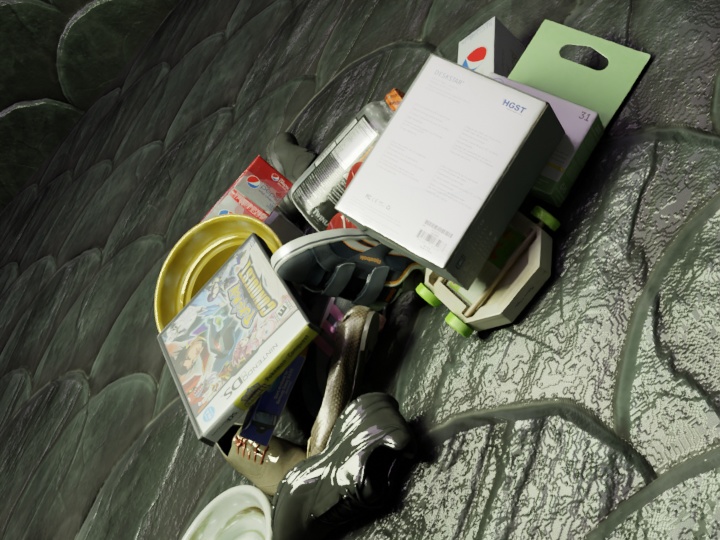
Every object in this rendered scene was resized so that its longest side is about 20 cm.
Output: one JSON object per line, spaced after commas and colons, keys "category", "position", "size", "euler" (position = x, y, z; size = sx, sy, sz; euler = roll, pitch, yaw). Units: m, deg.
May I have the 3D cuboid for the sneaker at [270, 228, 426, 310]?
{"category": "sneaker", "position": [0.000, 0.000, 1.143], "size": [0.078, 0.199, 0.080], "euler": [-55, 48, 53]}

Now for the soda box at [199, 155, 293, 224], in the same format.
{"category": "soda box", "position": [-0.173, -0.079, 1.412], "size": [0.200, 0.063, 0.070], "euler": [-35, 18, 54]}

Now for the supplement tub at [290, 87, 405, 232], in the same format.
{"category": "supplement tub", "position": [0.013, -0.136, 1.334], "size": [0.200, 0.122, 0.123], "euler": [-45, 30, 15]}

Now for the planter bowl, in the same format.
{"category": "planter bowl", "position": [-0.157, 0.036, 1.274], "size": [0.199, 0.083, 0.201], "euler": [-8, 72, 24]}

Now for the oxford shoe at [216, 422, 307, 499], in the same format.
{"category": "oxford shoe", "position": [-0.118, 0.225, 1.193], "size": [0.200, 0.075, 0.071], "euler": [1, 60, 57]}

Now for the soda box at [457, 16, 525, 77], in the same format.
{"category": "soda box", "position": [0.164, -0.224, 1.256], "size": [0.064, 0.068, 0.201], "euler": [-30, 36, 36]}

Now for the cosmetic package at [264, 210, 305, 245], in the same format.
{"category": "cosmetic package", "position": [-0.172, 0.002, 1.516], "size": [0.200, 0.074, 0.102], "euler": [-52, 28, -1]}

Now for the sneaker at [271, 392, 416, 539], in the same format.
{"category": "sneaker", "position": [-0.019, 0.223, 1.039], "size": [0.200, 0.076, 0.091], "euler": [-54, 38, 9]}

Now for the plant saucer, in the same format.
{"category": "plant saucer", "position": [-0.150, 0.346, 1.137], "size": [0.200, 0.050, 0.201], "euler": [-37, 32, 28]}

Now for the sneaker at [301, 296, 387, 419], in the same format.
{"category": "sneaker", "position": [-0.011, 0.082, 1.190], "size": [0.082, 0.070, 0.201], "euler": [-24, 43, 46]}

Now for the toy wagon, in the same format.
{"category": "toy wagon", "position": [0.127, -0.021, 1.100], "size": [0.155, 0.040, 0.200], "euler": [-51, 36, 5]}

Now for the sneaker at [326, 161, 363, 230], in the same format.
{"category": "sneaker", "position": [0.030, -0.057, 1.257], "size": [0.200, 0.115, 0.079], "euler": [116, 141, -51]}

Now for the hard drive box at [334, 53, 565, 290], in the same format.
{"category": "hard drive box", "position": [0.094, -0.106, 1.062], "size": [0.156, 0.077, 0.200], "euler": [31, 87, 32]}

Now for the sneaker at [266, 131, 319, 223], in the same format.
{"category": "sneaker", "position": [-0.092, -0.159, 1.585], "size": [0.091, 0.076, 0.200], "euler": [-33, 41, 17]}

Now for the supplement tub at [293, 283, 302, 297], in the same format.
{"category": "supplement tub", "position": [-0.162, 0.059, 1.387], "size": [0.200, 0.122, 0.122], "euler": [-57, 29, -6]}

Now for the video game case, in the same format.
{"category": "video game case", "position": [-0.147, 0.073, 1.157], "size": [0.181, 0.025, 0.200], "euler": [-47, 40, 8]}

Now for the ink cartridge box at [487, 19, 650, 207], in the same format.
{"category": "ink cartridge box", "position": [0.206, -0.186, 1.110], "size": [0.145, 0.048, 0.201], "euler": [29, 86, 31]}

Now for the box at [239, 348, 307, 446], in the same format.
{"category": "box", "position": [-0.098, 0.127, 1.206], "size": [0.200, 0.041, 0.120], "euler": [-93, 26, -76]}

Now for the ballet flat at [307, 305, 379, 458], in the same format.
{"category": "ballet flat", "position": [-0.026, 0.135, 1.128], "size": [0.046, 0.067, 0.201], "euler": [13, 81, 17]}
